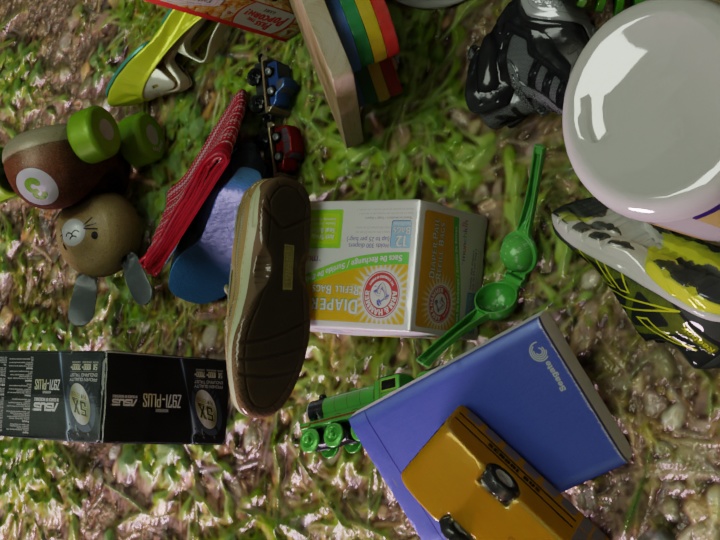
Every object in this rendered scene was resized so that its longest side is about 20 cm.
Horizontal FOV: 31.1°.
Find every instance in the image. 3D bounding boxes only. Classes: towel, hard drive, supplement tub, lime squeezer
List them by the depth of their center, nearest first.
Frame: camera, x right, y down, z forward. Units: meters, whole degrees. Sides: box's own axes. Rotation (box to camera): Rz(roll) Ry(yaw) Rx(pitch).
[{"bbox_3d":[0.244,-0.094,0.883,0.144,0.199,0.147,-6,80,37],"label":"supplement tub"},{"bbox_3d":[0.101,0.133,1.045,0.199,0.025,0.133,-31,92,31],"label":"hard drive"},{"bbox_3d":[0.112,-0.004,1.064,0.038,0.070,0.201,29,90,55],"label":"lime squeezer"},{"bbox_3d":[-0.157,-0.090,1.242,0.145,0.022,0.200,-54,14,20],"label":"towel"}]

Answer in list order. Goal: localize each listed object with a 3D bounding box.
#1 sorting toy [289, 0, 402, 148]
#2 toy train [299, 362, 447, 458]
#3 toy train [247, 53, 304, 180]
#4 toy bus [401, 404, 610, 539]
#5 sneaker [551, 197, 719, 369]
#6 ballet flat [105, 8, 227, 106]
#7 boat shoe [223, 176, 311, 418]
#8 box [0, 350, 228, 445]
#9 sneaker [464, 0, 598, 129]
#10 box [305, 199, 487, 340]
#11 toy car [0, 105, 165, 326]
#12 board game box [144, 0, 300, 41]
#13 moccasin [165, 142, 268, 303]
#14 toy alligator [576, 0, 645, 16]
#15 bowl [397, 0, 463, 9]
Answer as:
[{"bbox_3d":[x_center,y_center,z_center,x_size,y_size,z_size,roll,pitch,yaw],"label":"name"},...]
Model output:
[{"bbox_3d":[-0.021,-0.234,1.132,0.069,0.200,0.200,-21,80,-1],"label":"sorting toy"},{"bbox_3d":[0.023,0.122,1.136,0.199,0.042,0.057,-18,63,36],"label":"toy train"},{"bbox_3d":[-0.077,-0.118,1.253,0.046,0.034,0.202,-16,74,33],"label":"toy train"},{"bbox_3d":[0.125,0.199,0.990,0.200,0.078,0.065,42,111,8],"label":"toy bus"},{"bbox_3d":[0.211,0.009,0.977,0.200,0.074,0.085,41,143,51],"label":"sneaker"},{"bbox_3d":[-0.191,-0.228,1.347,0.067,0.067,0.200,47,113,10],"label":"ballet flat"},{"bbox_3d":[-0.085,0.023,1.097,0.076,0.071,0.202,-2,76,53],"label":"boat shoe"},{"bbox_3d":[-0.256,0.126,1.281,0.199,0.163,0.087,-2,82,38],"label":"box"},{"bbox_3d":[0.155,-0.138,1.046,0.114,0.075,0.201,-42,54,28],"label":"sneaker"},{"bbox_3d":[0.000,0.000,1.130,0.199,0.101,0.114,0,84,39],"label":"box"},{"bbox_3d":[-0.288,-0.048,1.352,0.163,0.157,0.202,-17,84,25],"label":"toy car"},{"bbox_3d":[-0.143,-0.313,1.226,0.046,0.199,0.153,-27,67,38],"label":"board game box"},{"bbox_3d":[-0.128,-0.042,1.253,0.200,0.080,0.069,-50,28,44],"label":"moccasin"},{"bbox_3d":[0.164,-0.238,1.016,0.198,0.059,0.055,15,98,2],"label":"toy alligator"},{"bbox_3d":[0.052,-0.341,1.145,0.200,0.090,0.203,-6,81,39],"label":"bowl"}]
